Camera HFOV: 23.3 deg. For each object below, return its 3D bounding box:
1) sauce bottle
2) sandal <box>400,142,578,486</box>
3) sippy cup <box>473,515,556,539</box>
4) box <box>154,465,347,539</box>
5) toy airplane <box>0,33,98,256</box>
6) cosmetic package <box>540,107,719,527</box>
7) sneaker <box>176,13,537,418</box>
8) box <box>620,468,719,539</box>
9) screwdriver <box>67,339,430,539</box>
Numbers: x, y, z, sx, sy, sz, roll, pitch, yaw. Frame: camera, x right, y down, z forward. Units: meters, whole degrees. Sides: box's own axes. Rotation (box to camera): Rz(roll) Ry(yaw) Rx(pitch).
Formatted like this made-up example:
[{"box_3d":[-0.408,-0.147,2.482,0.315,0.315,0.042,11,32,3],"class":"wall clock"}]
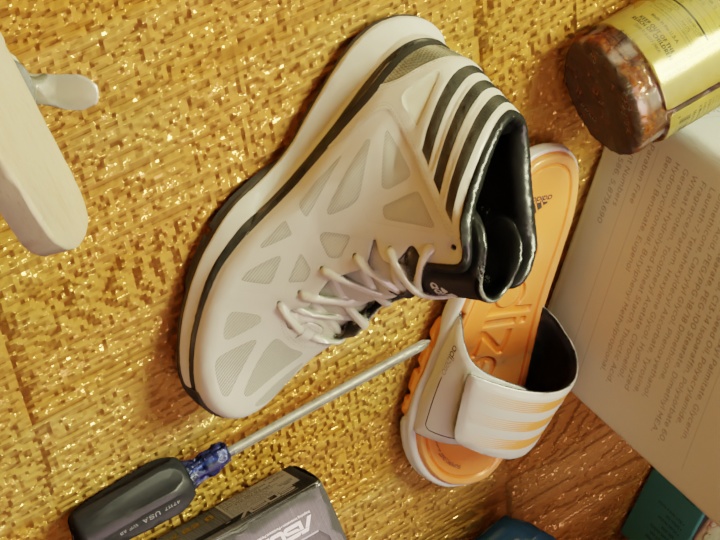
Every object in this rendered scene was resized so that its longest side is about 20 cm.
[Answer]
[{"box_3d":[0.192,-0.126,0.841,0.199,0.066,0.066,-29,136,-18],"class":"sauce bottle"},{"box_3d":[0.076,0.038,0.878,0.079,0.059,0.208,-11,128,-33],"class":"sandal"},{"box_3d":[0.076,0.215,0.976,0.130,0.140,0.178,-45,180,-15],"class":"sippy cup"},{"box_3d":[-0.079,0.211,0.839,0.199,0.048,0.159,-28,104,-18],"class":"box"},{"box_3d":[-0.144,-0.113,0.519,0.199,0.140,0.202,10,83,-57],"class":"toy airplane"},{"box_3d":[0.227,0.022,0.884,0.164,0.200,0.166,-6,125,-35],"class":"cosmetic package"},{"box_3d":[0.000,0.000,0.743,0.075,0.115,0.201,17,110,-45],"class":"sneaker"},{"box_3d":[0.241,0.093,1.065,0.082,0.049,0.201,2,120,-40],"class":"box"},{"box_3d":[-0.051,0.076,0.832,0.199,0.028,0.029,-33,108,-17],"class":"screwdriver"}]
